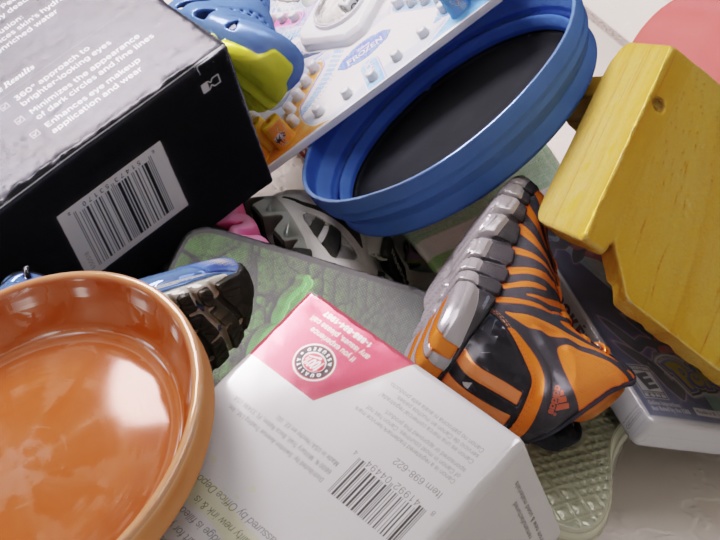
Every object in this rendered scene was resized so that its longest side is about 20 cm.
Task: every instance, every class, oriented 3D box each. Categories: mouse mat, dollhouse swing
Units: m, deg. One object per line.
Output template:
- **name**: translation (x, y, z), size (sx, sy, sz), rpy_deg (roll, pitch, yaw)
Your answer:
- **mouse mat**: translation (-0.056, 0.069, 0.987), size (0.160, 0.008, 0.201), rpy_deg (16, 57, 10)
- **dollhouse swing**: translation (0.182, -0.011, 1.057), size (0.199, 0.175, 0.183), rpy_deg (36, 66, -19)

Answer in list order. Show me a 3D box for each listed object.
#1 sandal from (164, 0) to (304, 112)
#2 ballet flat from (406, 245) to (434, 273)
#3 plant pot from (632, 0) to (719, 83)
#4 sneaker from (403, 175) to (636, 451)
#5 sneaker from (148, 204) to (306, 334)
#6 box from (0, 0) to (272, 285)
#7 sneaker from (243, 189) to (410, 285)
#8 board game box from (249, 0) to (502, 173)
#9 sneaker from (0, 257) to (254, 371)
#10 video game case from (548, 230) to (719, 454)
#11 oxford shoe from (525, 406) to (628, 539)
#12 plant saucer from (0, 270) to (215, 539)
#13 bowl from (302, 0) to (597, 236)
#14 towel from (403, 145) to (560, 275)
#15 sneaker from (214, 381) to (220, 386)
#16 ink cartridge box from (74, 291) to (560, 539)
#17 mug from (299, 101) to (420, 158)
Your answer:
- **sandal**: translation (-0.089, -0.164, 1.165), size (0.087, 0.080, 0.200), rpy_deg (-48, 36, -6)
- **ballet flat**: translation (0.107, -0.020, 1.205), size (0.198, 0.070, 0.071), rpy_deg (-1, 34, -25)
- **plant pot**: translation (0.289, -0.110, 1.299), size (0.199, 0.202, 0.177), rpy_deg (-11, 27, -31)
- **sneaker**: translation (0.093, 0.031, 0.984), size (0.112, 0.078, 0.200), rpy_deg (34, 36, -4)
- **sneaker**: translation (-0.089, 0.017, 1.097), size (0.095, 0.079, 0.200), rpy_deg (-24, 39, -14)
- **box**: translation (-0.194, -0.081, 1.098), size (0.196, 0.118, 0.200), rpy_deg (-38, 49, -17)
- **sneaker**: translation (0.000, 0.000, 1.116), size (0.088, 0.075, 0.200), rpy_deg (-18, 39, -16)
- **board game box**: translation (-0.014, -0.175, 1.191), size (0.026, 0.199, 0.201), rpy_deg (45, 15, -35)
- **sneaker**: translation (-0.154, 0.028, 0.970), size (0.198, 0.079, 0.090), rpy_deg (-18, 50, 0)
- **video game case**: translation (0.196, 0.039, 1.083), size (0.199, 0.023, 0.183), rpy_deg (9, 37, -36)
- **oxford shoe**: translation (0.115, 0.095, 1.013), size (0.075, 0.058, 0.200), rpy_deg (22, 37, 2)
- **plant saucer**: translation (-0.156, 0.087, 0.822), size (0.199, 0.032, 0.201), rpy_deg (-16, 43, 16)
- **bowl**: translation (0.055, -0.098, 1.089), size (0.200, 0.039, 0.201), rpy_deg (-33, 26, 18)
- **towel**: translation (0.129, 0.009, 1.135), size (0.152, 0.023, 0.200), rpy_deg (-24, 66, -40)
- **sneaker**: translation (-0.138, 0.089, 0.905), size (0.198, 0.077, 0.091), rpy_deg (-13, 23, 2)
- **ink cartridge box**: translation (-0.033, 0.131, 0.808), size (0.200, 0.084, 0.145), rpy_deg (-44, 52, -15)
- **mug**: translation (0.007, -0.132, 1.263), size (0.132, 0.179, 0.200), rpy_deg (-15, 42, -23)
